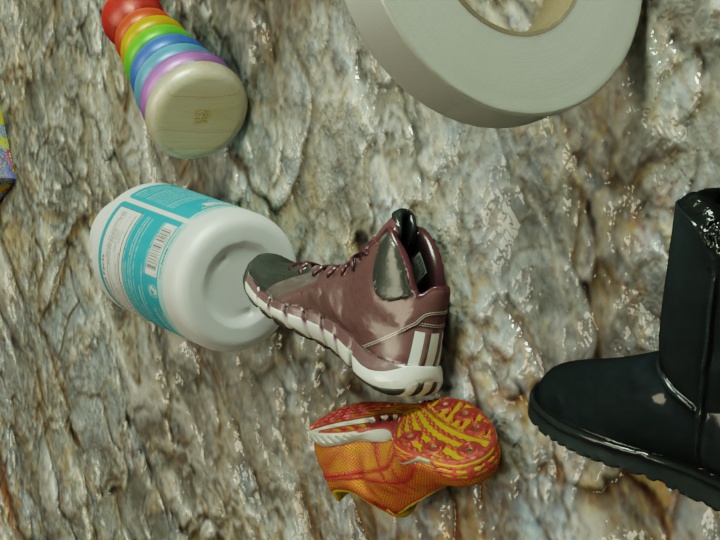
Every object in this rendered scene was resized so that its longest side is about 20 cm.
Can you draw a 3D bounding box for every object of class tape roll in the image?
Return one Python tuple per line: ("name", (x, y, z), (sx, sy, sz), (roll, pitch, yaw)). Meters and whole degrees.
("tape roll", (0.076, -0.184, 1.169), (0.037, 0.202, 0.204), (-15, 80, 57))

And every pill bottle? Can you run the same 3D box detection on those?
("pill bottle", (-0.143, -0.009, 1.606), (0.200, 0.110, 0.111), (21, 109, 56))

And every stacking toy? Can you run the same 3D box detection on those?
("stacking toy", (-0.163, -0.175, 1.668), (0.200, 0.085, 0.086), (56, 137, 49))

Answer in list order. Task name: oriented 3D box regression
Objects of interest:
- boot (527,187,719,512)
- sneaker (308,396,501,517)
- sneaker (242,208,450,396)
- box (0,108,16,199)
("boot", (0.182, 0.033, 1.132), (0.200, 0.076, 0.169), (23, 115, 47))
("sneaker", (0.039, 0.132, 1.391), (0.200, 0.073, 0.077), (-2, 112, 61))
("sneaker", (0.000, 0.000, 1.432), (0.200, 0.075, 0.116), (31, 114, 40))
("box", (-0.461, -0.139, 2.082), (0.193, 0.122, 0.201), (-41, 58, 51))
